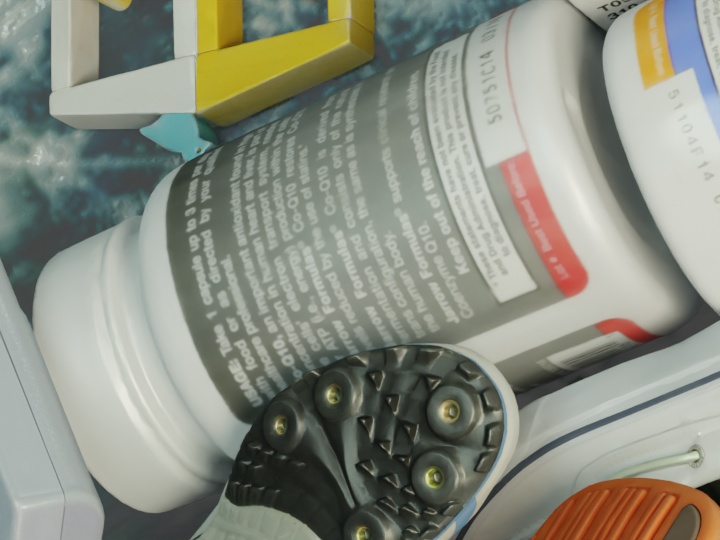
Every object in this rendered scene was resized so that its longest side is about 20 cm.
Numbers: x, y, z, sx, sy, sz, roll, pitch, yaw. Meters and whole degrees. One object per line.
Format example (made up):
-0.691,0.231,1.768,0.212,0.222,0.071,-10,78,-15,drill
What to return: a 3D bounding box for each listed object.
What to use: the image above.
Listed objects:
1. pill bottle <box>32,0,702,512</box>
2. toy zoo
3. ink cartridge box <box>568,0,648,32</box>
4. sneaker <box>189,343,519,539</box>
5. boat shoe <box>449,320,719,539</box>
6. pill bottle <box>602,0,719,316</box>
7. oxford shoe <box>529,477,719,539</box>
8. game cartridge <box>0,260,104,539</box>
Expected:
0.000,0.000,0.884,0.200,0.114,0.114,-23,65,22,pill bottle
-0.057,-0.132,1.012,0.131,0.020,0.200,-12,70,27,toy zoo
0.104,-0.150,0.817,0.145,0.200,0.084,-27,63,21,ink cartridge box
-0.008,0.084,0.853,0.200,0.072,0.072,-48,62,40,sneaker
0.097,0.064,0.810,0.200,0.073,0.067,-38,47,36,boat shoe
0.182,-0.067,0.800,0.200,0.112,0.112,-25,64,22,pill bottle
0.065,0.117,0.793,0.073,0.200,0.071,40,60,-5,oxford shoe
-0.139,0.091,0.924,0.134,0.040,0.200,68,149,29,game cartridge
